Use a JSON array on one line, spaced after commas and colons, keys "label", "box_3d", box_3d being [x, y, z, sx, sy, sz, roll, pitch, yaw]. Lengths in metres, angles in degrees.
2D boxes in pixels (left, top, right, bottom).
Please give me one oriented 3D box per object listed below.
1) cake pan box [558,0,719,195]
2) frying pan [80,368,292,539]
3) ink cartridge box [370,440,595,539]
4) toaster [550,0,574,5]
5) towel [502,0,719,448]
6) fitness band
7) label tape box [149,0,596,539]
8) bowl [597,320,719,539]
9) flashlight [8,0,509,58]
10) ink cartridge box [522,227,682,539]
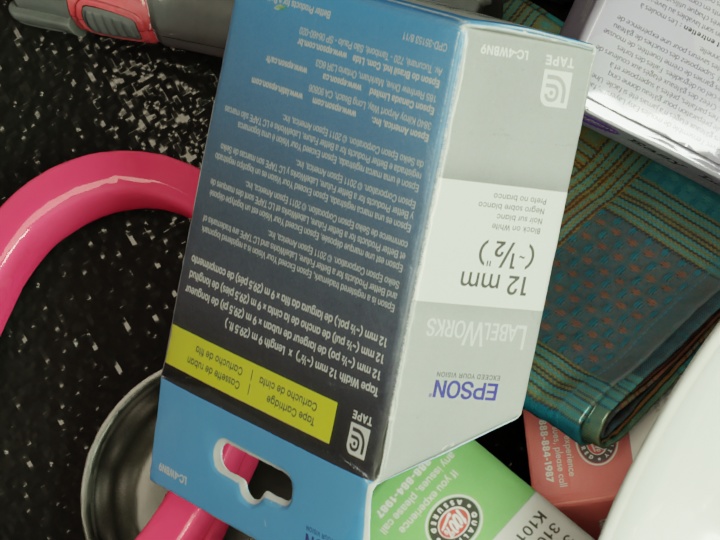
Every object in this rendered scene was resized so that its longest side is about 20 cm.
[{"label": "cake pan box", "box_3d": [0.182, -0.104, 1.067, 0.200, 0.052, 0.184, 25, 83, -10]}, {"label": "frying pan", "box_3d": [-0.045, 0.055, 1.179, 0.115, 0.031, 0.190, 12, 79, 9]}, {"label": "ink cartridge box", "box_3d": [0.058, 0.175, 1.066, 0.200, 0.084, 0.146, 39, 71, 11]}, {"label": "toaster", "box_3d": [0.152, -0.154, 1.148, 0.200, 0.114, 0.129, 19, 83, 0]}, {"label": "towel", "box_3d": [0.063, -0.030, 1.133, 0.200, 0.022, 0.147, 35, 68, 30]}, {"label": "fitness band", "box_3d": [-0.106, 0.048, 1.164, 0.144, 0.037, 0.200, 18, 76, 22]}, {"label": "label tape box", "box_3d": [0.000, 0.000, 1.058, 0.066, 0.143, 0.200, 3, 101, -36]}, {"label": "bowl", "box_3d": [0.195, 0.082, 0.993, 0.200, 0.075, 0.200, 29, 118, 3]}, {"label": "flashlight", "box_3d": [-0.041, -0.112, 1.165, 0.200, 0.068, 0.068, 11, 110, 16]}, {"label": "ink cartridge box", "box_3d": [0.161, 0.038, 1.134, 0.200, 0.068, 0.117, -7, 64, 4]}]
